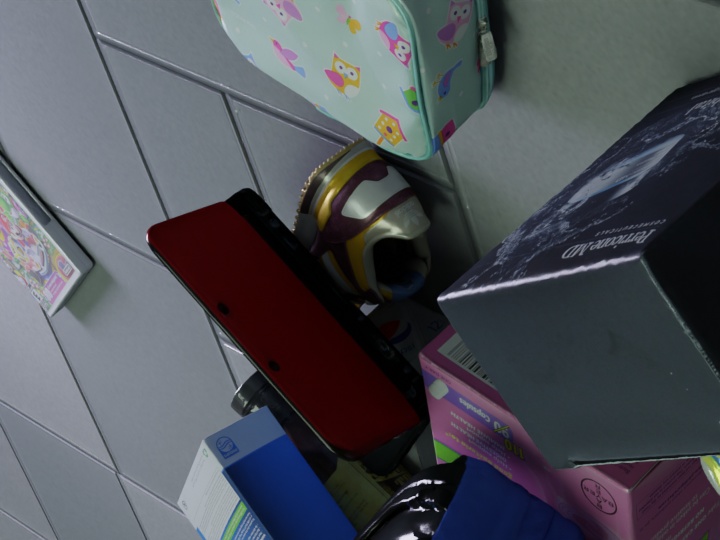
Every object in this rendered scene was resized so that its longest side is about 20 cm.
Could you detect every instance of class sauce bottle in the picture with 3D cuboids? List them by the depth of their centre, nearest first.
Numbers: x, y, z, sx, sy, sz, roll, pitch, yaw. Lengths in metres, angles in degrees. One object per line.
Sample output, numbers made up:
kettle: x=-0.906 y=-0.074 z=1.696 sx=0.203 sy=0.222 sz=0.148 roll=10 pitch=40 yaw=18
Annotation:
sauce bottle: x=-0.008 y=0.146 z=1.751 sx=0.200 sy=0.066 sz=0.066 roll=42 pitch=154 yaw=11

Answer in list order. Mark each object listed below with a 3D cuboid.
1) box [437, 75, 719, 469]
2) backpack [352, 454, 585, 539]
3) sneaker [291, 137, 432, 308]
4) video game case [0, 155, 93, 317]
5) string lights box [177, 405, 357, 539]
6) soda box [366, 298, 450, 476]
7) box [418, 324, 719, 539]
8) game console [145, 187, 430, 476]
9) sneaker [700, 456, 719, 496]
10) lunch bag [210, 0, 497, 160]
box: x=0.178 y=-0.008 z=1.225 sx=0.118 sy=0.200 sz=0.196 roll=54 pitch=154 yaw=-11
backpack: x=0.064 y=0.215 z=1.562 sx=0.167 sy=0.163 sz=0.200 roll=28 pitch=146 yaw=-4
sneaker: x=0.000 y=0.000 z=1.683 sx=0.090 sy=0.075 sz=0.200 roll=46 pitch=157 yaw=20
video game case: x=-0.321 y=-0.056 z=2.207 sx=0.200 sy=0.018 sz=0.143 roll=50 pitch=156 yaw=1
string lights box: x=-0.042 y=0.206 z=1.718 sx=0.200 sy=0.059 sz=0.103 roll=53 pitch=150 yaw=17
soda box: x=0.046 y=0.115 z=1.777 sx=0.063 sy=0.068 sz=0.200 roll=25 pitch=146 yaw=39
box: x=0.140 y=0.129 z=1.605 sx=0.176 sy=0.097 sz=0.200 roll=33 pitch=151 yaw=32
game console: x=-0.057 y=0.057 z=1.641 sx=0.200 sy=0.119 sz=0.172 roll=48 pitch=149 yaw=11
sneaker: x=0.223 y=0.068 z=1.408 sx=0.200 sy=0.076 sz=0.105 roll=47 pitch=155 yaw=7
lunch bag: x=-0.007 y=-0.166 z=1.457 sx=0.200 sy=0.077 sz=0.161 roll=34 pitch=150 yaw=30
